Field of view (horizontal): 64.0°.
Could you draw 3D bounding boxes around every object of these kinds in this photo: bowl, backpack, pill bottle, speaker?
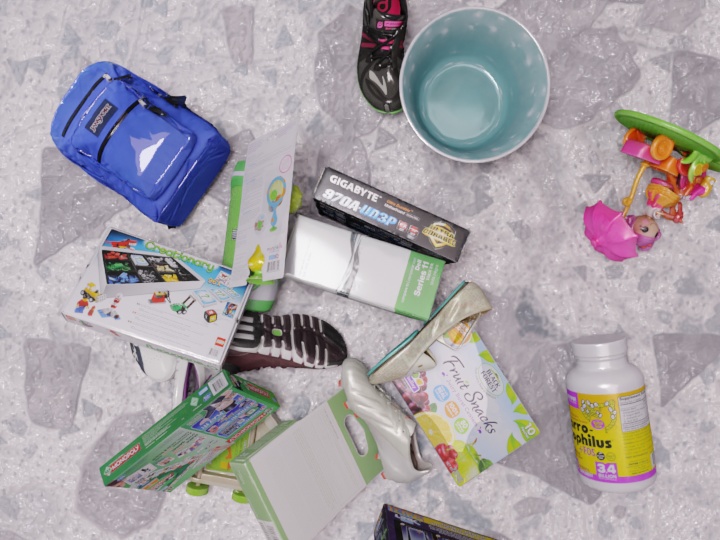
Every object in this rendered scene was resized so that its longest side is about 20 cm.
[{"bbox_3d":[0.149,-0.243,0.798,0.199,0.105,0.203,0,92,1],"label":"bowl"},{"bbox_3d":[-0.301,-0.182,0.772,0.199,0.168,0.163,36,85,3],"label":"backpack"},{"bbox_3d":[0.347,0.195,0.809,0.103,0.104,0.202,-9,91,0],"label":"pill bottle"},{"bbox_3d":[-0.150,-0.047,0.813,0.087,0.088,0.202,7,91,0],"label":"speaker"}]

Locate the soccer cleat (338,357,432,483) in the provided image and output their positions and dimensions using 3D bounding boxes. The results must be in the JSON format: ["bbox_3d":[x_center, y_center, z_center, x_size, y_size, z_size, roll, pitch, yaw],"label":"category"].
[{"bbox_3d":[0.037,0.209,0.823,0.077,0.069,0.201,-22,98,27],"label":"soccer cleat"}]

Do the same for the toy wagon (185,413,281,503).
[{"bbox_3d":[-0.171,0.256,0.843,0.198,0.040,0.157,10,92,-1],"label":"toy wagon"}]

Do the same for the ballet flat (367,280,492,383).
[{"bbox_3d":[0.097,0.097,0.778,0.200,0.067,0.062,-43,80,-3],"label":"ballet flat"}]

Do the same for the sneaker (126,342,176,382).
[{"bbox_3d":[-0.313,0.065,0.793,0.079,0.130,0.201,-9,91,2],"label":"sneaker"}]

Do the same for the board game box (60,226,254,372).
[{"bbox_3d":[-0.247,0.034,0.724,0.198,0.035,0.127,19,61,-3],"label":"board game box"}]

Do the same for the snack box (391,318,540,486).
[{"bbox_3d":[0.143,0.182,0.833,0.142,0.053,0.201,-33,89,-1],"label":"snack box"}]

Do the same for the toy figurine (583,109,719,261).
[{"bbox_3d":[0.399,-0.097,0.811,0.198,0.150,0.185,19,106,-24],"label":"toy figurine"}]

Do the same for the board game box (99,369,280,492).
[{"bbox_3d":[-0.217,0.217,0.758,0.199,0.135,0.029,-38,61,1],"label":"board game box"}]

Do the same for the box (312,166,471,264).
[{"bbox_3d":[0.036,-0.066,0.776,0.198,0.159,0.046,24,88,0],"label":"box"}]

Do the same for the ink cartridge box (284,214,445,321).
[{"bbox_3d":[0.000,0.000,0.783,0.198,0.147,0.084,17,87,-1],"label":"ink cartridge box"}]

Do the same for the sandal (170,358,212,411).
[{"bbox_3d":[-0.232,0.140,0.808,0.049,0.082,0.205,7,78,-12],"label":"sandal"}]

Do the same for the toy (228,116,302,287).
[{"bbox_3d":[-0.108,-0.078,0.725,0.047,0.115,0.202,21,69,-40],"label":"toy"}]

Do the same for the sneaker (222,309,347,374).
[{"bbox_3d":[-0.126,0.114,0.830,0.199,0.115,0.076,17,51,-28],"label":"sneaker"}]

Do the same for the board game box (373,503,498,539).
[{"bbox_3d":[0.120,0.404,0.783,0.198,0.165,0.057,18,90,0],"label":"board game box"}]

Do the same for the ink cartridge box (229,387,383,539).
[{"bbox_3d":[-0.065,0.271,0.805,0.199,0.048,0.147,-31,99,-42],"label":"ink cartridge box"}]

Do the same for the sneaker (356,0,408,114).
[{"bbox_3d":[0.030,-0.321,0.807,0.076,0.084,0.202,-4,91,1],"label":"sneaker"}]
